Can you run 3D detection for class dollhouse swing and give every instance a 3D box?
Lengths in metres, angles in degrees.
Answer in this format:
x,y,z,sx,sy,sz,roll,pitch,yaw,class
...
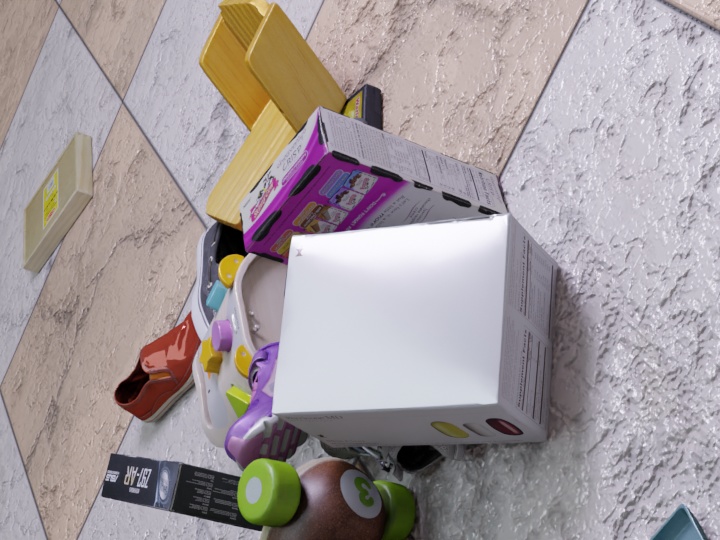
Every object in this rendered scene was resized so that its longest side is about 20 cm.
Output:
x,y,z,sx,sy,sz,roll,pitch,yaw,class
-0.137,-0.173,1.674,0.176,0.182,0.200,-42,20,-10,dollhouse swing

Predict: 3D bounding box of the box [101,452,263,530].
x,y,z,sx,sy,sz,roll,pitch,yaw,class
-0.120,0.215,1.429,0.160,0.198,0.044,-4,71,57,box

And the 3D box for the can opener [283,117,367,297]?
x,y,z,sx,sy,sz,roll,pitch,yaw,class
-0.037,-0.061,1.534,0.066,0.052,0.202,-14,63,56,can opener

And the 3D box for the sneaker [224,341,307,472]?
x,y,z,sx,sy,sz,roll,pitch,yaw,class
-0.075,0.113,1.415,0.200,0.088,0.081,-38,-23,-52,sneaker

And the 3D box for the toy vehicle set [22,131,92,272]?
x,y,z,sx,sy,sz,roll,pitch,yaw,class
-0.470,-0.105,2.372,0.200,0.026,0.125,-47,38,37,toy vehicle set

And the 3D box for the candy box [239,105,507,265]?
x,y,z,sx,sy,sz,roll,pitch,yaw,class
0.012,-0.051,1.347,0.136,0.198,0.061,-47,39,35,candy box

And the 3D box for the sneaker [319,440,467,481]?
x,y,z,sx,sy,sz,roll,pitch,yaw,class
0.024,0.145,1.346,0.199,0.074,0.083,-26,51,51,sneaker

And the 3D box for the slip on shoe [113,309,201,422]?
x,y,z,sx,sy,sz,roll,pitch,yaw,class
-0.229,0.107,1.814,0.200,0.061,0.075,-48,36,34,slip on shoe

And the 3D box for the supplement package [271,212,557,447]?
x,y,z,sx,sy,sz,roll,pitch,yaw,class
0.045,0.054,1.242,0.198,0.111,0.158,-5,67,27,supplement package

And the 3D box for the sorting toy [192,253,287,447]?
x,y,z,sx,sy,sz,roll,pitch,yaw,class
-0.123,0.091,1.574,0.180,0.106,0.202,-47,48,46,sorting toy

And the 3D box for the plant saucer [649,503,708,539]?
x,y,z,sx,sy,sz,roll,pitch,yaw,class
0.233,0.249,0.994,0.070,0.019,0.201,-55,34,27,plant saucer

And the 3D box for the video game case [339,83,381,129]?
x,y,z,sx,sy,sz,roll,pitch,yaw,class
-0.037,-0.069,1.618,0.180,0.025,0.202,-35,45,47,video game case

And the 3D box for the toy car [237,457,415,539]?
x,y,z,sx,sy,sz,roll,pitch,yaw,class
0.000,0.258,1.257,0.199,0.163,0.159,26,97,51,toy car

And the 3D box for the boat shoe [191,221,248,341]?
x,y,z,sx,sy,sz,roll,pitch,yaw,class
-0.145,0.012,1.723,0.066,0.069,0.201,-51,28,35,boat shoe
